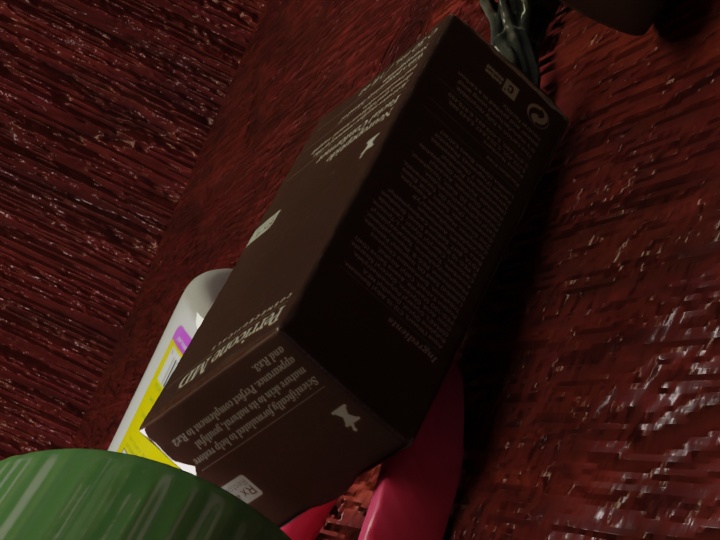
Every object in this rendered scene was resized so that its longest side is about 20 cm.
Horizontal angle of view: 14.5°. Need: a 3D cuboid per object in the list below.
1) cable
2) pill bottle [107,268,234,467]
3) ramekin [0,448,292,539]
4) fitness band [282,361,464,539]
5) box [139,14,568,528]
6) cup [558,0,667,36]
[{"bbox_3d":[0.063,-0.119,1.291,0.097,0.050,0.201,-46,19,51],"label":"cable"},{"bbox_3d":[-0.074,0.107,1.344,0.104,0.104,0.201,-86,22,-68],"label":"pill bottle"},{"bbox_3d":[-0.094,0.160,1.015,0.200,0.199,0.098,-59,3,40],"label":"ramekin"},{"bbox_3d":[-0.004,0.106,1.132,0.200,0.037,0.144,-88,24,-67],"label":"fitness band"},{"bbox_3d":[0.000,0.000,1.120,0.100,0.075,0.201,-36,20,43],"label":"box"},{"bbox_3d":[0.073,-0.206,1.052,0.143,0.200,0.200,-50,12,16],"label":"cup"}]
